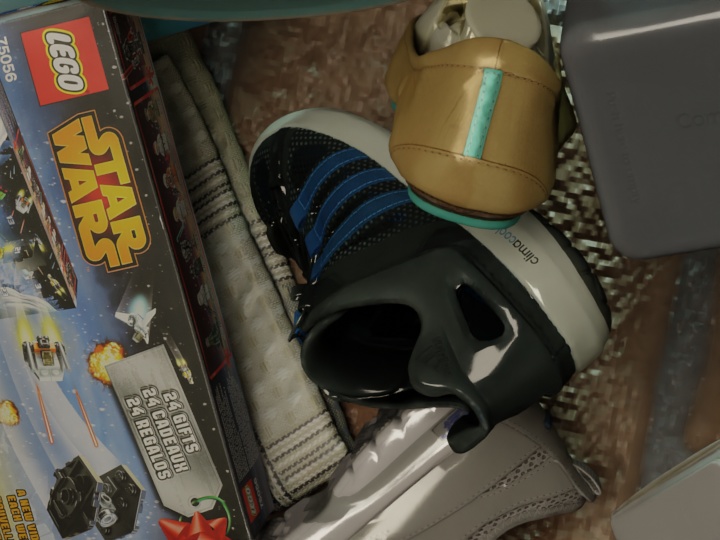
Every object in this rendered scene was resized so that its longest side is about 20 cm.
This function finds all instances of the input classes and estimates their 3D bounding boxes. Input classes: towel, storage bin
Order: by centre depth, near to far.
[{"bbox_3d":[0.156,-0.069,0.871,0.199,0.135,0.146,-8,116,19],"label":"storage bin"},{"bbox_3d":[-0.117,0.023,1.034,0.192,0.035,0.201,-27,77,16],"label":"towel"}]

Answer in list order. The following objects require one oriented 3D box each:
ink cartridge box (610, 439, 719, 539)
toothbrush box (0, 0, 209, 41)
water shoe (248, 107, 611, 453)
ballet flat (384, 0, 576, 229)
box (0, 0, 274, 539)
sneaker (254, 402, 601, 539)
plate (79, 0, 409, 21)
[{"bbox_3d":[0.202,0.095,0.809,0.199,0.145,0.146,-16,78,-19],"label":"ink cartridge box"},{"bbox_3d":[-0.138,-0.151,1.007,0.199,0.085,0.147,-15,60,17],"label":"toothbrush box"},{"bbox_3d":[0.000,0.000,0.924,0.079,0.072,0.200,-40,30,-16],"label":"water shoe"},{"bbox_3d":[0.045,-0.066,0.900,0.068,0.200,0.064,11,105,-4],"label":"ballet flat"},{"bbox_3d":[-0.122,0.011,0.973,0.136,0.040,0.201,-11,102,15],"label":"box"},{"bbox_3d":[0.000,0.117,0.962,0.082,0.075,0.200,43,111,-3],"label":"sneaker"},{"bbox_3d":[-0.027,-0.104,0.859,0.199,0.200,0.026,-6,84,19],"label":"plate"}]
